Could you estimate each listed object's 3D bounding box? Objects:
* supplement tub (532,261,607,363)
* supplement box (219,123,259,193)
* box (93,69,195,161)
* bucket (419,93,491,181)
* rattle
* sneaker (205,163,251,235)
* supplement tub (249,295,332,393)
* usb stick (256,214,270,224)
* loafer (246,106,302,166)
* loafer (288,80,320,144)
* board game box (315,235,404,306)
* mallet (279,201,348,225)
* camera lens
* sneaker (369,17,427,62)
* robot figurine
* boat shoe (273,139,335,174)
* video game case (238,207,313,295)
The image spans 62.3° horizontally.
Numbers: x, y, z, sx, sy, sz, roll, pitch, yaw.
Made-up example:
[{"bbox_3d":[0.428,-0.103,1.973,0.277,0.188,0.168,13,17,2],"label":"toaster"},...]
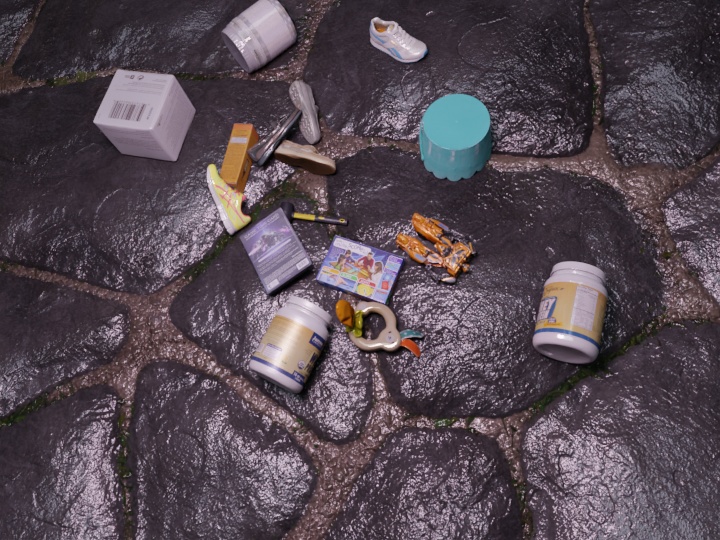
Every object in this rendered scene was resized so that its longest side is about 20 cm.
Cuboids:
[{"bbox_3d":[0.484,0.097,1.368,0.143,0.145,0.202,13,70,15],"label":"supplement tub"},{"bbox_3d":[-0.354,-0.325,1.734,0.068,0.067,0.202,4,67,11],"label":"supplement box"},{"bbox_3d":[-0.637,-0.462,1.782,0.197,0.172,0.202,9,68,13],"label":"box"},{"bbox_3d":[0.257,-0.362,1.606,0.204,0.135,0.210,-3,66,7],"label":"bucket"},{"bbox_3d":[0.053,0.132,1.435,0.199,0.144,0.130,27,58,25],"label":"rattle"},{"bbox_3d":[-0.367,-0.206,1.657,0.089,0.078,0.202,-23,102,-8],"label":"sneaker"},{"bbox_3d":[-0.164,0.178,1.445,0.143,0.145,0.201,22,73,18],"label":"supplement tub"},{"bbox_3d":[-0.234,-0.059,1.619,0.055,0.033,0.202,-21,66,2],"label":"usb stick"},{"bbox_3d":[-0.247,-0.395,1.704,0.063,0.072,0.201,37,88,-10],"label":"loafer"},{"bbox_3d":[-0.150,-0.467,1.757,0.069,0.070,0.202,-8,77,-38],"label":"loafer"},{"bbox_3d":[0.000,0.000,1.551,0.198,0.035,0.136,19,72,16],"label":"board game box"},{"bbox_3d":[-0.135,-0.136,1.635,0.198,0.041,0.067,15,71,11],"label":"mallet"},{"bbox_3d":[-0.308,-0.733,1.846,0.199,0.160,0.160,-39,66,-8],"label":"camera lens"},{"bbox_3d":[0.111,-0.697,1.803,0.199,0.081,0.077,28,73,18],"label":"sneaker"},{"bbox_3d":[0.196,-0.056,1.529,0.199,0.058,0.145,33,77,21],"label":"robot figurine"},{"bbox_3d":[-0.152,-0.328,1.699,0.198,0.072,0.065,18,69,24],"label":"boat shoe"},{"bbox_3d":[-0.227,-0.053,1.587,0.142,0.019,0.201,-34,63,5],"label":"video game case"}]
